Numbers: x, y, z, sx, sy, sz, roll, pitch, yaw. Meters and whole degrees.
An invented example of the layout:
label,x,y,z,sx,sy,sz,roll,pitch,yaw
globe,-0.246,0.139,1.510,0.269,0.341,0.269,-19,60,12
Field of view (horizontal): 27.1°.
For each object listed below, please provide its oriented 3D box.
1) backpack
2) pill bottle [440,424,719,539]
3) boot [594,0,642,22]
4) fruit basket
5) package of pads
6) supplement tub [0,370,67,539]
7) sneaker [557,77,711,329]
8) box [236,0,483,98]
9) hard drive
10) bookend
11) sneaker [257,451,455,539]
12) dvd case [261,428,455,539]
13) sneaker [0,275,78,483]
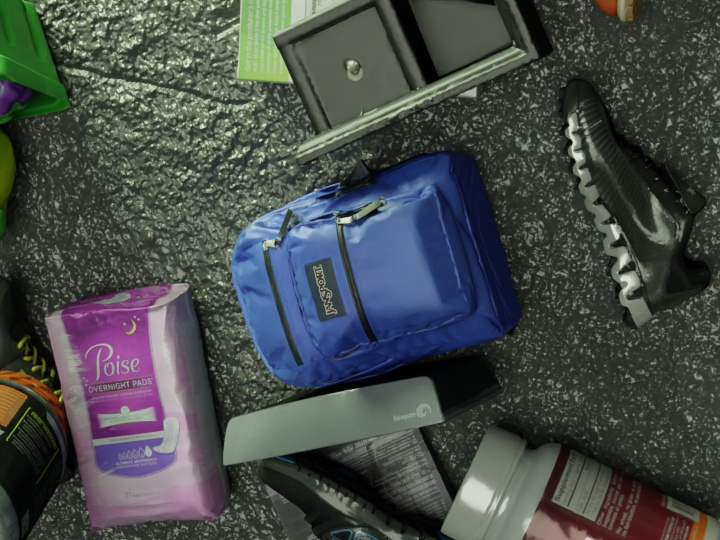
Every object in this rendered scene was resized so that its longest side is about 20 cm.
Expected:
label,x,y,z,sx,sy,sz,roll,pitch,yaw
backpack,0.000,0.000,1.155,0.199,0.168,0.163,-16,85,18
pill bottle,0.172,0.207,1.180,0.199,0.114,0.115,25,106,8
boot,0.163,-0.281,1.111,0.107,0.075,0.201,-6,91,18
fruit basket,-0.349,-0.121,1.234,0.214,0.155,0.217,-2,83,15
package of pads,-0.185,0.117,1.270,0.120,0.076,0.201,-8,99,12
supplement tub,-0.305,0.164,1.178,0.122,0.200,0.123,2,111,6
sneaker,0.215,-0.060,1.144,0.090,0.066,0.201,-19,100,14
box,0.003,-0.216,1.178,0.199,0.036,0.145,6,102,11
hard drive,-0.001,0.110,1.182,0.199,0.135,0.043,-15,90,28
bookend,0.012,-0.211,1.110,0.198,0.092,0.201,-22,95,17
sneaker,-0.006,0.216,1.219,0.199,0.073,0.082,30,99,13
dvd case,0.021,0.236,1.258,0.148,0.016,0.201,-26,85,15
sneaker,-0.289,0.098,1.300,0.084,0.075,0.201,-2,110,8
